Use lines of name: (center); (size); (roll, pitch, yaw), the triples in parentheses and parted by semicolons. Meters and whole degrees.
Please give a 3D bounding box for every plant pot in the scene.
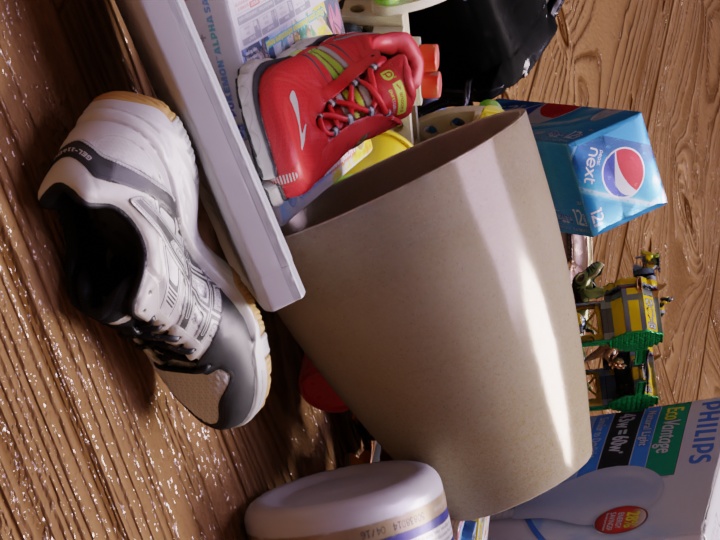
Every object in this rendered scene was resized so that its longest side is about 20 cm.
plant pot: (0.052, 0.036, 1.629); (0.201, 0.186, 0.187); (65, 20, -7)

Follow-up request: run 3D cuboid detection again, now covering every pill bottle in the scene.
pill bottle: (0.008, 0.217, 1.579); (0.116, 0.115, 0.201); (-30, 109, -71)

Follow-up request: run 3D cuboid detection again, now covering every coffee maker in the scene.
coffee maker: (0.056, -0.222, 1.919); (0.200, 0.134, 0.193); (61, 27, -45)

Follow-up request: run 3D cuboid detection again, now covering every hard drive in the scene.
hard drive: (-0.087, -0.085, 1.463); (0.132, 0.026, 0.201); (-136, -157, -74)

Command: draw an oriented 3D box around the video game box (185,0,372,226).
video game box: (-0.056, -0.133, 1.674); (0.200, 0.047, 0.183); (-43, 119, -68)

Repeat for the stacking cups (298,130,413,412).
stacking cups: (0.000, 0.000, 1.749); (0.201, 0.060, 0.061); (-82, 155, -43)

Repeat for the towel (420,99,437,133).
towel: (0.056, -0.027, 1.996); (0.200, 0.024, 0.148); (-72, 146, -58)

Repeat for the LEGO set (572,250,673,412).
LEGO set: (0.139, 0.021, 1.927); (0.200, 0.153, 0.117); (59, 24, -67)

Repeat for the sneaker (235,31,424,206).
sneaker: (-0.012, -0.098, 1.585); (0.200, 0.084, 0.077); (-56, 133, -63)

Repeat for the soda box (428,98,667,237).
soda box: (0.126, -0.073, 1.920); (0.200, 0.064, 0.068); (12, -57, 63)

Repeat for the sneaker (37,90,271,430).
sneaker: (-0.112, 0.011, 1.421); (0.088, 0.075, 0.201); (-54, 132, -43)

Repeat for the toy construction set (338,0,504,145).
toy construction set: (0.047, -0.129, 1.833); (0.092, 0.130, 0.201); (-66, 156, -66)

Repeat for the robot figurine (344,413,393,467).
robot figurine: (0.021, 0.134, 1.737); (0.145, 0.058, 0.201); (68, 21, -56)

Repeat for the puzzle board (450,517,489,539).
puzzle board: (0.062, 0.230, 1.776); (0.151, 0.017, 0.201); (-57, 154, -71)

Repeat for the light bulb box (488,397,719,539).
light bulb box: (0.168, 0.197, 1.938); (0.198, 0.199, 0.126); (-64, 140, -62)

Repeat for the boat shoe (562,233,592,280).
boat shoe: (0.133, 0.018, 2.083); (0.068, 0.071, 0.202); (-29, 122, -76)
